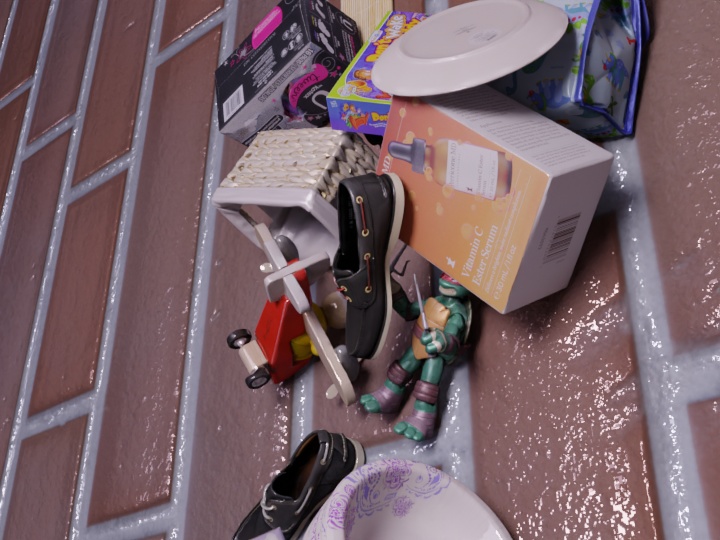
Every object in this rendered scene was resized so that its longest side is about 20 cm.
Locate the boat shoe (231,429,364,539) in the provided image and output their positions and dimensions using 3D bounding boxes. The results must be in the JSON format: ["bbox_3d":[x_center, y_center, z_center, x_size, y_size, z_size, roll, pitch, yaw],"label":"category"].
[{"bbox_3d":[-0.085,0.252,1.043,0.200,0.067,0.072,-47,44,16],"label":"boat shoe"}]

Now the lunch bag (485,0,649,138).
[{"bbox_3d":[0.205,-0.241,0.994,0.169,0.127,0.201,-1,76,44],"label":"lunch bag"}]

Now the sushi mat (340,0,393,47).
[{"bbox_3d":[0.008,-0.344,1.332,0.095,0.012,0.201,-24,52,34],"label":"sushi mat"}]

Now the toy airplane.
[{"bbox_3d":[-0.064,0.045,1.084,0.199,0.140,0.202,7,105,59],"label":"toy airplane"}]

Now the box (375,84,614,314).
[{"bbox_3d":[0.120,-0.081,0.921,0.200,0.106,0.153,37,129,34],"label":"box"}]

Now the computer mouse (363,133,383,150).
[{"bbox_3d":[0.044,-0.124,1.104,0.034,0.059,0.201,-30,71,20],"label":"computer mouse"}]

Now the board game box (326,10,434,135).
[{"bbox_3d":[0.061,-0.231,1.092,0.134,0.045,0.200,10,46,20],"label":"board game box"}]

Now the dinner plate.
[{"bbox_3d":[0.102,-0.227,0.915,0.199,0.024,0.201,-15,33,10],"label":"dinner plate"}]

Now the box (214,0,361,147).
[{"bbox_3d":[-0.099,-0.271,1.311,0.200,0.114,0.133,-38,46,32],"label":"box"}]

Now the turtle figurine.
[{"bbox_3d":[0.068,0.066,0.973,0.150,0.100,0.201,-141,66,-67],"label":"turtle figurine"}]

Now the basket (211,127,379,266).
[{"bbox_3d":[-0.063,-0.092,1.162,0.199,0.136,0.124,8,61,47],"label":"basket"}]

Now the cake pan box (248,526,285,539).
[{"bbox_3d":[-0.049,0.362,0.856,0.052,0.201,0.185,-21,46,-11],"label":"cake pan box"}]

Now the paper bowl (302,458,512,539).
[{"bbox_3d":[0.040,0.274,0.808,0.105,0.200,0.201,-57,38,32],"label":"paper bowl"}]

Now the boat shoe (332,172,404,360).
[{"bbox_3d":[-0.001,-0.001,0.947,0.074,0.063,0.203,-134,43,-56],"label":"boat shoe"}]
